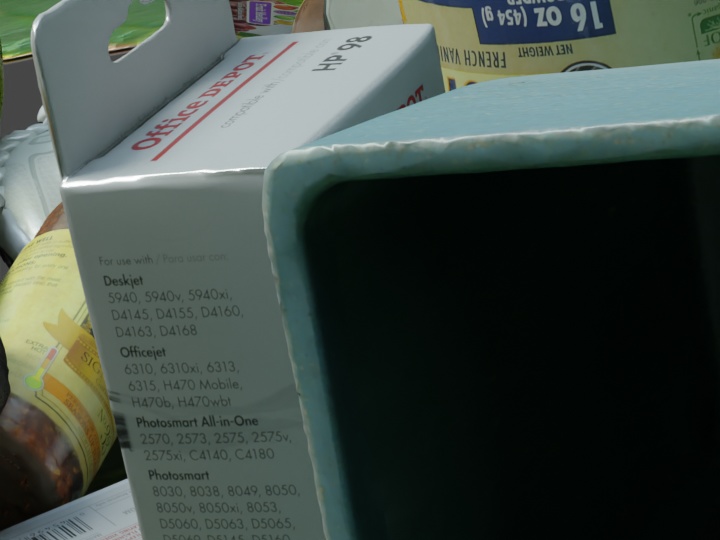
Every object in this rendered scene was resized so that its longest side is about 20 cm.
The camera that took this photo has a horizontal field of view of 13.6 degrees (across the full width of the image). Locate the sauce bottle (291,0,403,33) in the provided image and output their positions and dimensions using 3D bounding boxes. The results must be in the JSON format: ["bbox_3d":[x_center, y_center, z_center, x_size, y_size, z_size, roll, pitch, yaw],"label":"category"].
[{"bbox_3d":[0.006,-0.078,1.090,0.064,0.065,0.200,-15,-6,-4],"label":"sauce bottle"}]

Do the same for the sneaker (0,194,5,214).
[{"bbox_3d":[-0.184,0.020,1.080,0.073,0.116,0.200,31,6,0],"label":"sneaker"}]

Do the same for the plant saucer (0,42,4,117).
[{"bbox_3d":[-0.200,-0.033,1.176,0.031,0.201,0.200,32,39,19],"label":"plant saucer"}]

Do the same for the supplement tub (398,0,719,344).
[{"bbox_3d":[0.094,-0.041,0.952,0.143,0.201,0.145,-12,20,4],"label":"supplement tub"}]

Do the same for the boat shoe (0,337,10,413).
[{"bbox_3d":[-0.210,0.049,0.958,0.200,0.072,0.061,-20,46,-6],"label":"boat shoe"}]

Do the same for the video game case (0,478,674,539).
[{"bbox_3d":[-0.033,0.097,0.928,0.199,0.023,0.182,-21,21,-23],"label":"video game case"}]

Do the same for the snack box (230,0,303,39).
[{"bbox_3d":[0.009,-0.124,1.262,0.167,0.068,0.200,4,-3,-3],"label":"snack box"}]

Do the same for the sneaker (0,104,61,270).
[{"bbox_3d":[-0.100,-0.041,1.238,0.081,0.075,0.200,-25,18,17],"label":"sneaker"}]

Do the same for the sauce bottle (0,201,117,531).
[{"bbox_3d":[-0.096,0.013,1.071,0.066,0.066,0.200,-3,38,25],"label":"sauce bottle"}]

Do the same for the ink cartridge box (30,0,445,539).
[{"bbox_3d":[-0.018,0.008,0.830,0.066,0.201,0.116,-2,23,25],"label":"ink cartridge box"}]

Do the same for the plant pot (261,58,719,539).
[{"bbox_3d":[0.116,0.031,0.780,0.195,0.198,0.200,-4,16,24],"label":"plant pot"}]
